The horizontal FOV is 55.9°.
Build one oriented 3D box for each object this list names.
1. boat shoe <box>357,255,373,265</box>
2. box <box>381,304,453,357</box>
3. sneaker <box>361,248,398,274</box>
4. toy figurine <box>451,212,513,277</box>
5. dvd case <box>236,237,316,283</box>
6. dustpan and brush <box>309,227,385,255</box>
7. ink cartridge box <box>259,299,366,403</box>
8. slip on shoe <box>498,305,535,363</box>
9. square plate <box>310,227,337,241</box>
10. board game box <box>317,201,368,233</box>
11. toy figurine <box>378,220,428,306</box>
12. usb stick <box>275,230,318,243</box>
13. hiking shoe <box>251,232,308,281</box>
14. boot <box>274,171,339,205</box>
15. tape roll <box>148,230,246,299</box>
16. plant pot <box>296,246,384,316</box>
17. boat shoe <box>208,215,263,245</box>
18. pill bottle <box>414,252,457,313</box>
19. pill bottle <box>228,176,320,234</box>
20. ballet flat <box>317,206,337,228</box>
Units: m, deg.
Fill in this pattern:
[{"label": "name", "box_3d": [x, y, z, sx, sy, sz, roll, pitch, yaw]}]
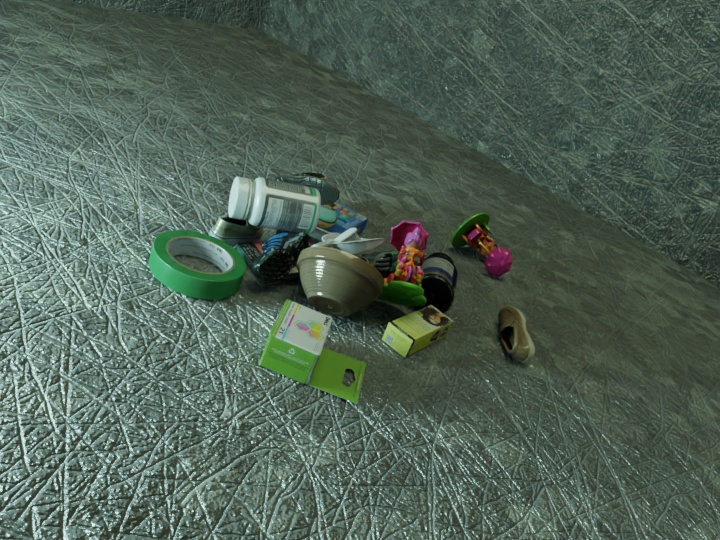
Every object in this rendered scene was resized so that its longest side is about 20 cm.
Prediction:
[{"label": "boat shoe", "box_3d": [0.000, 0.000, 1.651, 0.074, 0.067, 0.199, 30, 9, 22]}, {"label": "box", "box_3d": [0.135, 0.136, 1.564, 0.075, 0.051, 0.199, 35, 28, 23]}, {"label": "sneaker", "box_3d": [0.071, -0.031, 1.818, 0.087, 0.076, 0.199, 11, 5, 32]}, {"label": "toy figurine", "box_3d": [0.405, -0.057, 2.139, 0.185, 0.150, 0.200, 54, 11, 26]}, {"label": "dvd case", "box_3d": [-0.174, -0.029, 1.611, 0.198, 0.022, 0.146, -10, 40, -34]}, {"label": "dustpan and brush", "box_3d": [-0.051, -0.062, 1.556, 0.138, 0.058, 0.199, 8, 29, 36]}, {"label": "ink cartridge box", "box_3d": [-0.077, 0.154, 1.309, 0.198, 0.076, 0.148, 22, 25, -2]}, {"label": "slip on shoe", "box_3d": [0.381, 0.154, 1.725, 0.060, 0.076, 0.201, 21, 32, -20]}, {"label": "square plate", "box_3d": [-0.100, -0.093, 1.765, 0.198, 0.029, 0.198, 24, 2, 1]}, {"label": "board game box", "box_3d": [-0.095, -0.161, 1.949, 0.199, 0.045, 0.152, 30, 26, 13]}, {"label": "toy figurine", "box_3d": [0.107, -0.031, 1.592, 0.148, 0.187, 0.200, 16, -15, -9]}, {"label": "usb stick", "box_3d": [-0.123, -0.058, 1.735, 0.198, 0.033, 0.056, 19, 33, -9]}, {"label": "hiking shoe", "box_3d": [-0.195, -0.031, 1.535, 0.086, 0.075, 0.200, 9, 24, 25]}, {"label": "boot", "box_3d": [-0.122, -0.239, 1.907, 0.201, 0.075, 0.153, 12, 19, 25]}, {"label": "tape roll", "box_3d": [-0.344, -0.014, 1.436, 0.198, 0.049, 0.201, 20, 26, -10]}, {"label": "plant pot", "box_3d": [-0.054, 0.038, 1.486, 0.199, 0.201, 0.094, 22, 66, -5]}, {"label": "boat shoe", "box_3d": [-0.285, -0.102, 1.626, 0.072, 0.062, 0.200, 37, 22, 11]}, {"label": "pill bottle", "box_3d": [0.194, 0.028, 1.756, 0.111, 0.113, 0.200, 25, 24, 2]}, {"label": "pill bottle", "box_3d": [-0.201, -0.154, 1.587, 0.197, 0.114, 0.113, 10, 28, -22]}, {"label": "ballet flat", "box_3d": [-0.158, -0.160, 1.813, 0.198, 0.063, 0.069, 24, 62, -20]}]
